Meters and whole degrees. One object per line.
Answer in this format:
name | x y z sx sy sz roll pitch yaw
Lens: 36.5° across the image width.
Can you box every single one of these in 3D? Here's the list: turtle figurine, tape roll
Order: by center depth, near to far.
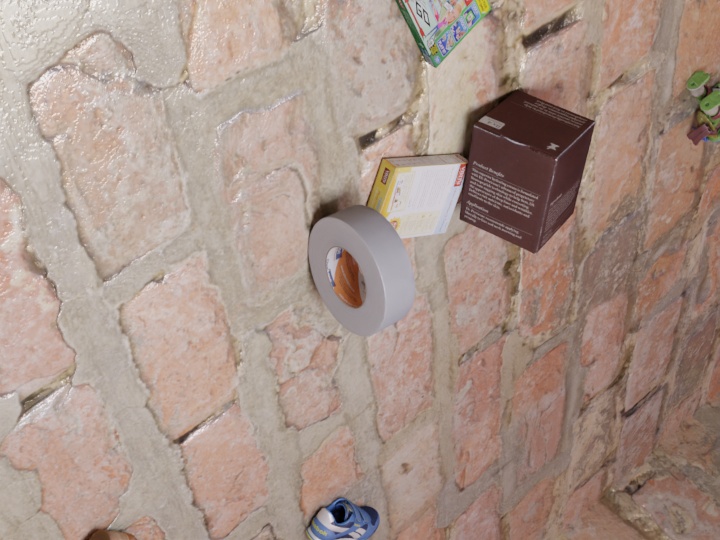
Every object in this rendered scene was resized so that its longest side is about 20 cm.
tape roll | 0.000 0.000 1.753 0.066 0.200 0.203 -23 137 -32
turtle figurine | 0.801 -0.361 2.383 0.193 0.197 0.146 33 62 -51

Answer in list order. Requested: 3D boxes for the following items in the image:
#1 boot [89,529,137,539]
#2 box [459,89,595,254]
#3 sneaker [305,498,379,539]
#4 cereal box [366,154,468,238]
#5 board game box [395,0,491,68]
boot | -0.446 0.533 1.853 0.200 0.074 0.155 -46 149 -3
box | 0.291 -0.174 1.924 0.164 0.164 0.202 -39 147 -43
sneaker | -0.024 0.529 2.321 0.198 0.074 0.083 -2 122 -48
cereal box | 0.095 -0.126 1.887 0.198 0.039 0.146 -9 127 -45
board game box | 0.121 -0.420 1.658 0.135 0.029 0.200 -46 145 -5
